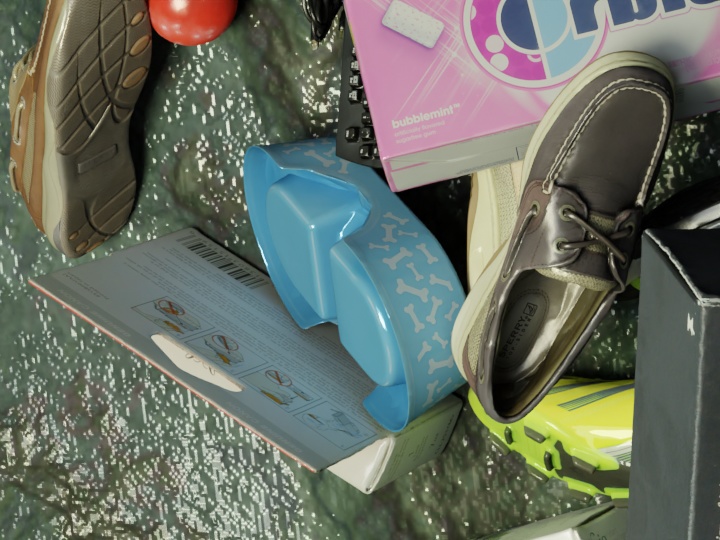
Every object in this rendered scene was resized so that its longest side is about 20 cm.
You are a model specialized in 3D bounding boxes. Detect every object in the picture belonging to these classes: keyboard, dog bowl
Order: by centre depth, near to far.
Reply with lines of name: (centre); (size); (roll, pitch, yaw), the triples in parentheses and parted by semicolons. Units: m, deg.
keyboard: (0.006, -0.154, 1.477); (0.104, 0.040, 0.201); (-4, 77, 39)
dog bowl: (0.000, 0.000, 1.494); (0.200, 0.049, 0.112); (48, 153, 47)

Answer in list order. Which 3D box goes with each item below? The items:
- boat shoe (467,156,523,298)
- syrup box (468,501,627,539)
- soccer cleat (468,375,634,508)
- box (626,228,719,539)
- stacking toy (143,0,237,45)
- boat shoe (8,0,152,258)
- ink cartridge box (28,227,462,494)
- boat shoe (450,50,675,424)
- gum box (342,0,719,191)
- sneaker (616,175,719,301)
boat shoe: (0.092, -0.062, 1.460); (0.065, 0.072, 0.201); (-4, 79, 20)
syrup box: (0.062, 0.192, 1.534); (0.199, 0.079, 0.082); (-18, 91, 30)
soccer cleat: (0.153, 0.082, 1.478); (0.199, 0.065, 0.084); (15, 63, 28)
box: (0.237, 0.088, 1.338); (0.195, 0.124, 0.201); (-1, 107, -9)
stacking toy: (-0.075, -0.218, 1.535); (0.085, 0.085, 0.201); (27, 119, 21)
boat shoe: (-0.170, -0.099, 1.584); (0.072, 0.076, 0.201); (37, 134, 29)
ink cartridge box: (-0.066, 0.055, 1.521); (0.199, 0.173, 0.044); (32, 114, 19)
boat shoe: (0.105, -0.011, 1.365); (0.072, 0.065, 0.201); (15, 119, -22)
gum box: (0.096, -0.124, 1.404); (0.199, 0.066, 0.114); (-14, 76, 2)
sneaker: (0.207, -0.009, 1.419); (0.199, 0.072, 0.083); (-25, 100, 36)
